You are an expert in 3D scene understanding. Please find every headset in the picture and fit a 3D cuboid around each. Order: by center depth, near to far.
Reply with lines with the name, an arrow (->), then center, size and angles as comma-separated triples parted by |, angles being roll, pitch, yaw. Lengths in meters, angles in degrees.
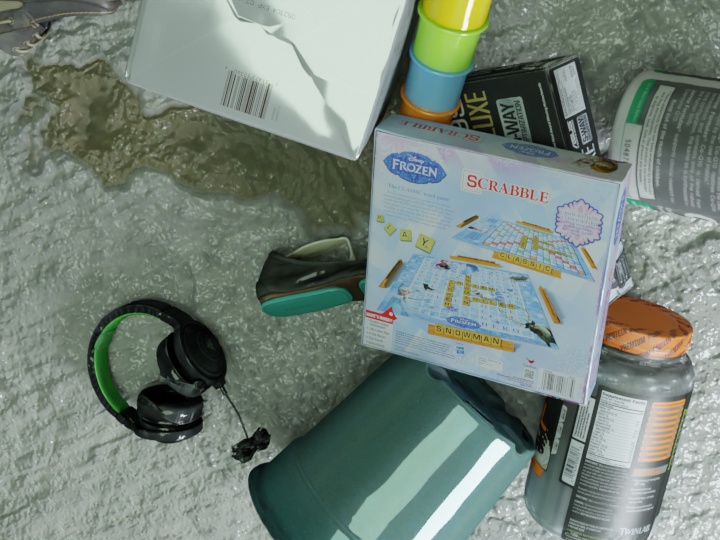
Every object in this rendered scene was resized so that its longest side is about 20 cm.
headset -> -0.171, 0.112, 1.193 | 0.199, 0.094, 0.124 | 30, 110, 11

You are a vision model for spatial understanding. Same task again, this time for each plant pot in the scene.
plant pot -> 0.039, 0.177, 1.141 | 0.200, 0.200, 0.196 | 42, 100, -5

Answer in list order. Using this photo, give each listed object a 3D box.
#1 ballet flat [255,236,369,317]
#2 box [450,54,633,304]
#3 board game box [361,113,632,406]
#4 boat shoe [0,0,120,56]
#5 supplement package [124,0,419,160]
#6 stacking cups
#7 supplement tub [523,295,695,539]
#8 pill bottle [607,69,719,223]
ballet flat -> 0.000, 0.000, 1.145 | 0.198, 0.068, 0.069 | -2, 68, 15
box -> 0.131, -0.070, 1.076 | 0.157, 0.050, 0.202 | 0, 111, 46
board game box -> 0.103, -0.009, 1.028 | 0.198, 0.041, 0.201 | 15, 121, 18
boat shoe -> -0.299, -0.231, 1.127 | 0.198, 0.075, 0.074 | 6, 118, 16
supplement package -> -0.056, -0.203, 1.024 | 0.190, 0.200, 0.148 | 20, 109, 3
stacking cups -> 0.062, -0.151, 1.018 | 0.060, 0.061, 0.201 | 15, 130, 3
supplement tub -> 0.220, 0.131, 1.126 | 0.121, 0.123, 0.202 | 12, 108, 4
pill bottle -> 0.307, -0.090, 1.015 | 0.199, 0.113, 0.114 | 15, 111, 32
